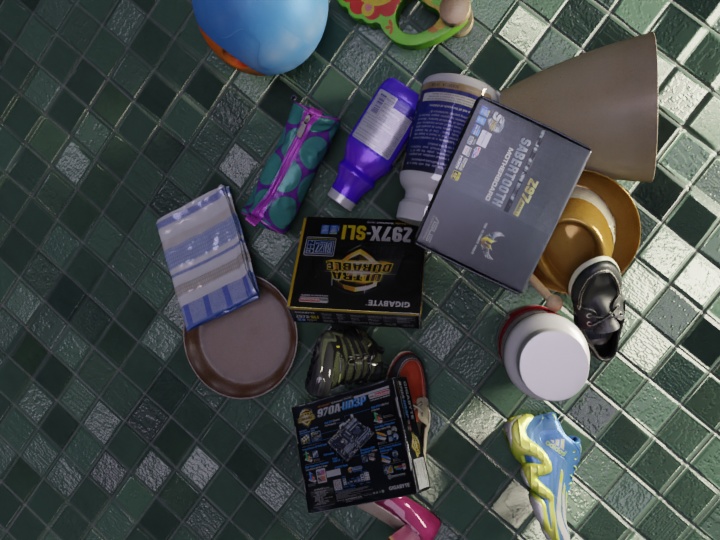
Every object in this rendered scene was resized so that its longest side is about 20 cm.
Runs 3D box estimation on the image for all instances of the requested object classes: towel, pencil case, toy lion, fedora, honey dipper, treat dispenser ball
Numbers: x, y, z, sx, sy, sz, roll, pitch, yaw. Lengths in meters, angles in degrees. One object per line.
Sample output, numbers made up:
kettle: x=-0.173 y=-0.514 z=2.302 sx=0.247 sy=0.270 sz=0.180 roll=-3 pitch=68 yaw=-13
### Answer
towel: x=-0.250 y=-0.023 z=0.950 sx=0.144 sy=0.024 sz=0.204 roll=-23 pitch=75 yaw=10
pencil case: x=-0.110 y=-0.159 z=0.911 sx=0.084 sy=0.092 sz=0.203 roll=28 pitch=97 yaw=7
toy lion: x=0.058 y=-0.434 z=0.895 sx=0.188 sy=0.069 sz=0.205 roll=-18 pitch=89 yaw=16
fedora: x=0.291 y=-0.036 z=0.812 sx=0.196 sy=0.082 sz=0.204 roll=10 pitch=127 yaw=14
honey dipper: x=0.212 y=-0.019 z=0.830 sx=0.038 sy=0.038 sz=0.201 roll=-39 pitch=62 yaw=9
treat dispenser ball: x=-0.145 y=-0.391 z=0.854 sx=0.195 sy=0.201 sz=0.207 roll=0 pitch=92 yaw=9

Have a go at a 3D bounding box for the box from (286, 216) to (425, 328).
box: x=0.000 y=0.000 z=0.881 sx=0.195 sy=0.050 sz=0.163 roll=3 pitch=58 yaw=9

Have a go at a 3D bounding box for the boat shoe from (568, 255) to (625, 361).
boat shoe: x=0.325 y=0.061 z=0.792 sx=0.073 sy=0.201 sz=0.067 roll=-15 pitch=51 yaw=3

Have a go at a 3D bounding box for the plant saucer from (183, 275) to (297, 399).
plant saucer: x=-0.194 y=0.106 z=0.962 sx=0.195 sy=0.032 sz=0.206 roll=0 pitch=92 yaw=10

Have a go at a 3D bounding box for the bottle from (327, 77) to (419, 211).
bottle: x=0.021 y=-0.189 z=0.901 sx=0.083 sy=0.065 sz=0.202 roll=33 pitch=97 yaw=9

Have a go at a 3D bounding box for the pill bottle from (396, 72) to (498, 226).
pill bottle: x=0.119 y=-0.161 z=0.833 sx=0.113 sy=0.116 sz=0.205 roll=14 pitch=90 yaw=8

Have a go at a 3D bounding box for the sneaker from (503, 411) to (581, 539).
sneaker: x=0.291 y=0.305 z=0.866 sx=0.103 sy=0.076 sz=0.204 roll=-22 pitch=87 yaw=9

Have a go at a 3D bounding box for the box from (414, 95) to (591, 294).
box: x=0.177 y=-0.094 z=0.750 sx=0.155 sy=0.051 sz=0.204 roll=25 pitch=101 yaw=-1

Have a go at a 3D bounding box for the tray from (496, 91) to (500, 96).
tray: x=0.145 y=-0.180 z=0.903 sx=0.105 sy=0.022 sz=0.205 roll=13 pitch=94 yaw=10

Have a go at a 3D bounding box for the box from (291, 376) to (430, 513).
box: x=-0.006 y=0.263 z=0.878 sx=0.197 sy=0.046 sz=0.163 roll=-22 pitch=71 yaw=28

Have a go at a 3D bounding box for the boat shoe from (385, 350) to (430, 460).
boat shoe: x=0.074 y=0.229 z=0.897 sx=0.069 sy=0.062 sz=0.206 roll=3 pitch=94 yaw=-14

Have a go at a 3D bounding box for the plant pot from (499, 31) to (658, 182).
plant pot: x=0.297 y=-0.213 z=0.813 sx=0.195 sy=0.186 sz=0.193 roll=0 pitch=92 yaw=23

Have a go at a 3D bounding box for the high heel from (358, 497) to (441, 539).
high heel: x=0.040 y=0.351 z=0.934 sx=0.202 sy=0.095 sz=0.068 roll=56 pitch=142 yaw=16

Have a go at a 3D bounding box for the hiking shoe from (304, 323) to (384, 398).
hiking shoe: x=-0.015 y=0.129 z=0.849 sx=0.098 sy=0.200 sz=0.077 roll=20 pitch=110 yaw=6

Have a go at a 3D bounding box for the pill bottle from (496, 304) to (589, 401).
pill bottle: x=0.248 y=0.112 z=0.804 sx=0.109 sy=0.200 sz=0.116 roll=0 pitch=92 yaw=9
